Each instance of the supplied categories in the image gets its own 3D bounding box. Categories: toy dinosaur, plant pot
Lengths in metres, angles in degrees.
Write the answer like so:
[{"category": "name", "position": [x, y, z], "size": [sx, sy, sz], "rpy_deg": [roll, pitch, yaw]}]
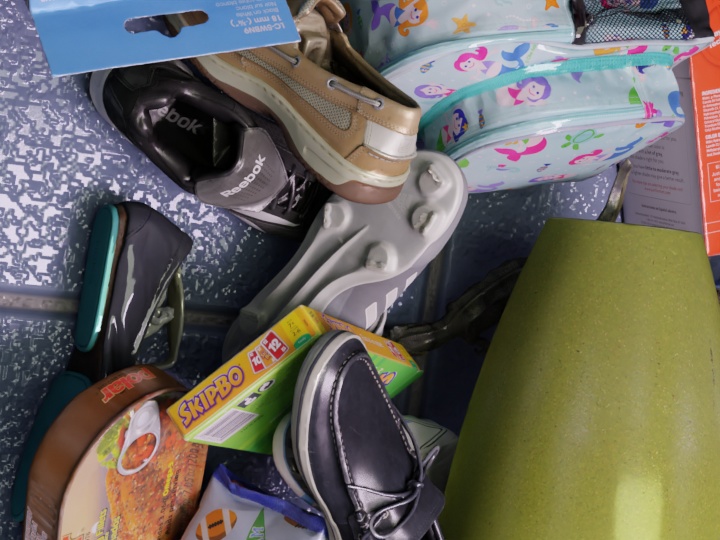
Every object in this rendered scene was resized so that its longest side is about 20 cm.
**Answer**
[{"category": "toy dinosaur", "position": [0.105, 0.011, 1.134], "size": [0.200, 0.048, 0.088], "rpy_deg": [-37, 152, 7]}, {"category": "plant pot", "position": [0.147, 0.073, 1.051], "size": [0.186, 0.187, 0.201], "rpy_deg": [7, 91, -26]}]

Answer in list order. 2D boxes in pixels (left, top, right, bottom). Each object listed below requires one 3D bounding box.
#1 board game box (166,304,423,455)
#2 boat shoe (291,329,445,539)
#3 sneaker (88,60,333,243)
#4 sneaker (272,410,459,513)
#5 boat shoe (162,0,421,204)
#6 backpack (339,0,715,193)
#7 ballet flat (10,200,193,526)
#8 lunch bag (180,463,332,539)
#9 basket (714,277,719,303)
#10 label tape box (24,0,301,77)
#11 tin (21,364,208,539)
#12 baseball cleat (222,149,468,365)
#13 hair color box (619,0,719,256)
[{"category": "board game box", "position": [-0.031, 0.070, 1.029], "size": [0.095, 0.200, 0.030], "rpy_deg": [-38, 69, 9]}, {"category": "boat shoe", "position": [0.012, 0.121, 0.961], "size": [0.075, 0.062, 0.201], "rpy_deg": [-41, 128, -45]}, {"category": "sneaker", "position": [-0.066, -0.059, 1.033], "size": [0.200, 0.091, 0.067], "rpy_deg": [31, 100, -24]}, {"category": "sneaker", "position": [0.000, 0.117, 1.067], "size": [0.200, 0.072, 0.072], "rpy_deg": [21, 76, -57]}, {"category": "boat shoe", "position": [-0.034, -0.124, 0.990], "size": [0.072, 0.200, 0.076], "rpy_deg": [-16, 140, -47]}, {"category": "backpack", "position": [0.086, -0.127, 1.046], "size": [0.199, 0.177, 0.151], "rpy_deg": [2, 76, -23]}, {"category": "ballet flat", "position": [-0.143, 0.061, 1.035], "size": [0.073, 0.073, 0.201], "rpy_deg": [17, 88, -26]}, {"category": "lunch bag", "position": [-0.046, 0.233, 1.073], "size": [0.200, 0.124, 0.170], "rpy_deg": [38, 79, -49]}, {"category": "basket", "position": [0.263, 0.083, 1.198], "size": [0.200, 0.139, 0.177], "rpy_deg": [-36, 116, -53]}, {"category": "label tape box", "position": [-0.121, -0.209, 0.943], "size": [0.144, 0.063, 0.201], "rpy_deg": [-12, 63, -23]}, {"category": "tin", "position": [-0.143, 0.142, 1.012], "size": [0.112, 0.042, 0.201], "rpy_deg": [-30, 142, -46]}, {"category": "baseball cleat", "position": [0.000, 0.000, 1.057], "size": [0.200, 0.070, 0.106], "rpy_deg": [-41, 160, 24]}, {"category": "hair color box", "position": [0.212, -0.118, 1.152], "size": [0.061, 0.101, 0.201], "rpy_deg": [-13, 104, -21]}]
